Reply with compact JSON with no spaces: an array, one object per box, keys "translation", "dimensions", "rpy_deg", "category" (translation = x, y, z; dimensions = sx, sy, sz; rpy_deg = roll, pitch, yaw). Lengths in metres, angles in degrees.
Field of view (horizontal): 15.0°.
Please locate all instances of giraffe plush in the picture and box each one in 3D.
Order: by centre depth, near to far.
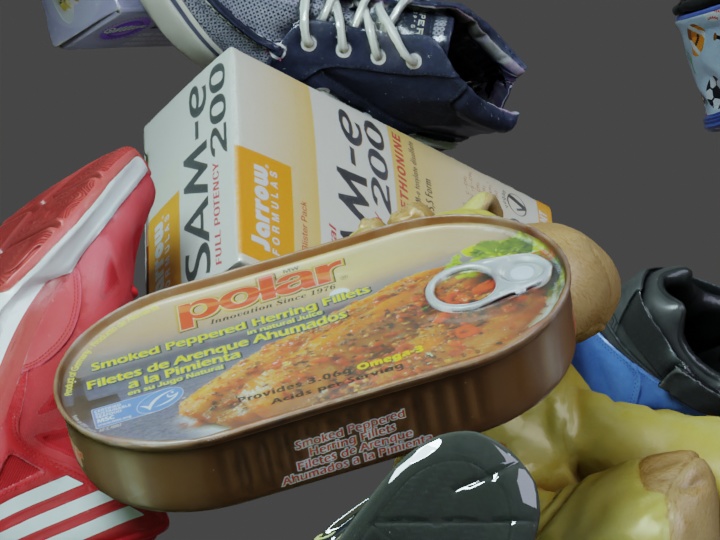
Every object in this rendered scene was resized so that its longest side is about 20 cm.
[{"translation":[0.062,0.046,1.145],"dimensions":[0.173,0.199,0.163],"rpy_deg":[-36,115,-87],"category":"giraffe plush"}]

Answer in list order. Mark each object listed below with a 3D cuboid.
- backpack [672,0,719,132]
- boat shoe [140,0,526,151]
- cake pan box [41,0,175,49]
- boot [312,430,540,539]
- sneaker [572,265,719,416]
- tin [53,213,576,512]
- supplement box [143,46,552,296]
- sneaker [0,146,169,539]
[{"translation":[0.279,-0.131,1.582],"dimensions":[0.190,0.199,0.155],"rpy_deg":[-8,80,-46],"category":"backpack"},{"translation":[-0.009,-0.115,1.255],"dimensions":[0.200,0.092,0.075],"rpy_deg":[30,58,-40],"category":"boat shoe"},{"translation":[-0.095,-0.206,1.314],"dimensions":[0.184,0.052,0.201],"rpy_deg":[-4,73,-51],"category":"cake pan box"},{"translation":[-0.007,0.144,1.000],"dimensions":[0.073,0.204,0.154],"rpy_deg":[42,1,6],"category":"boot"},{"translation":[0.185,0.079,1.349],"dimensions":[0.200,0.111,0.077],"rpy_deg":[44,37,-12],"category":"sneaker"},{"translation":[-0.015,0.033,1.029],"dimensions":[0.112,0.199,0.042],"rpy_deg":[-114,-170,-55],"category":"tin"},{"translation":[0.000,0.000,1.246],"dimensions":[0.199,0.073,0.127],"rpy_deg":[24,44,-32],"category":"supplement box"},{"translation":[-0.116,0.047,1.098],"dimensions":[0.116,0.078,0.200],"rpy_deg":[49,48,-18],"category":"sneaker"}]
